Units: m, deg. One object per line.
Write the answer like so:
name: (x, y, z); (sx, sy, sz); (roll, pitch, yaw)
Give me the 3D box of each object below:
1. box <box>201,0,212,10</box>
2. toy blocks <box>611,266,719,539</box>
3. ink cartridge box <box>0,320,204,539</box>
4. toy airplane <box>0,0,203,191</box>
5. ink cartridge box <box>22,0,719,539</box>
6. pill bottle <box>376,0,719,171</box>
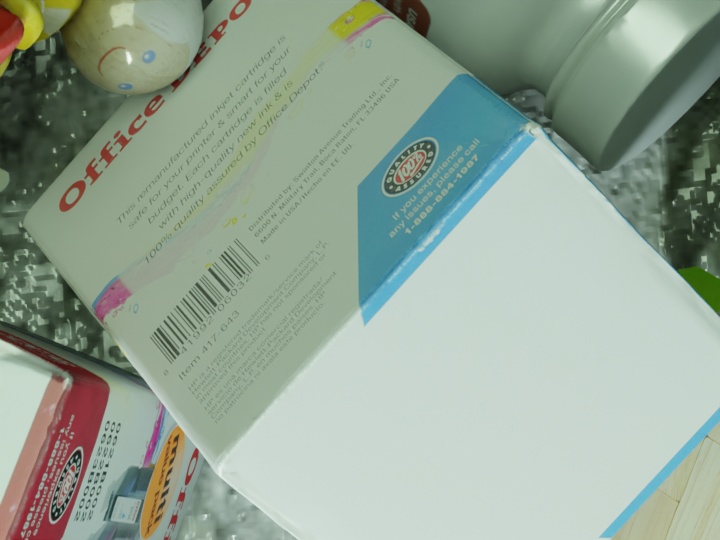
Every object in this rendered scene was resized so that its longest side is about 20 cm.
box: (-0.094, -0.180, 0.929); (0.041, 0.039, 0.201); (-32, 78, 7)
toy blocks: (0.144, 0.108, 0.808); (0.200, 0.100, 0.137); (33, 117, 32)
ink cartridge box: (-0.150, 0.080, 0.826); (0.144, 0.200, 0.146); (20, 88, 10)
toy airplane: (-0.105, -0.112, 0.813); (0.141, 0.200, 0.200); (39, 78, -11)
ink cartridge box: (0.000, 0.000, 0.811); (0.129, 0.125, 0.200); (-47, 35, 2)
pill bottle: (0.037, -0.131, 0.860); (0.112, 0.112, 0.200); (-45, 77, 3)
